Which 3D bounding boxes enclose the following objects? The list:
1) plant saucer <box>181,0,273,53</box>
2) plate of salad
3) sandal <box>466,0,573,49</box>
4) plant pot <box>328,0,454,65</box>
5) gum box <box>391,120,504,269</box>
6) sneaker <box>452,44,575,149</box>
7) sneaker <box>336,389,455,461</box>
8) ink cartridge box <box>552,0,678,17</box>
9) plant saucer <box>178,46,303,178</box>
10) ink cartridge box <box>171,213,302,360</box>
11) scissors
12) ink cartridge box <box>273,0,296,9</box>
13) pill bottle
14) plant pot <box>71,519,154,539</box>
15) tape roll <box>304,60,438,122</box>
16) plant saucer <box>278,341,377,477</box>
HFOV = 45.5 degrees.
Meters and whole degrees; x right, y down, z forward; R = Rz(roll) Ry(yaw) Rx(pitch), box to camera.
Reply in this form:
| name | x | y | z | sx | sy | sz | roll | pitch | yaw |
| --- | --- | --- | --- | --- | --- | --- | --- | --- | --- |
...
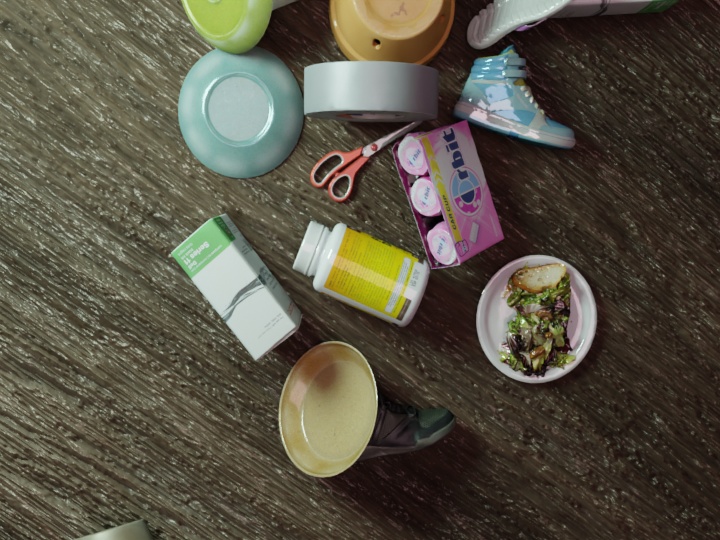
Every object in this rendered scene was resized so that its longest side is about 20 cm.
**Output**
| name | x | y | z | sx | sy | sz | roll | pitch | yaw |
| --- | --- | --- | --- | --- | --- | --- | --- | --- | --- |
| plant saucer | -0.205 | -0.415 | 1.240 | 0.031 | 0.198 | 0.204 | -25 | 97 | -44 |
| plate of salad | 0.282 | 0.079 | 1.361 | 0.194 | 0.048 | 0.206 | 0 | 95 | -3 |
| sandal | 0.248 | -0.388 | 1.280 | 0.049 | 0.200 | 0.085 | 24 | 62 | -42 |
| plant pot | 0.051 | -0.399 | 1.265 | 0.194 | 0.140 | 0.206 | 0 | 94 | -3 |
| gum box | 0.132 | -0.120 | 1.298 | 0.112 | 0.065 | 0.204 | -25 | 99 | -39 |
| sneaker | 0.250 | -0.267 | 1.315 | 0.195 | 0.080 | 0.134 | 17 | 95 | -5 |
| sneaker | 0.049 | 0.225 | 1.348 | 0.194 | 0.076 | 0.117 | -10 | 101 | 4 |
| ink cartridge box | 0.374 | -0.468 | 1.300 | 0.194 | 0.084 | 0.150 | -5 | 95 | -2 |
| plant saucer | -0.185 | -0.245 | 1.317 | 0.195 | 0.039 | 0.207 | 0 | 95 | -2 |
| ink cartridge box | -0.179 | 0.022 | 1.286 | 0.083 | 0.147 | 0.201 | -38 | 94 | 3 |
| scissors | 0.007 | -0.191 | 1.342 | 0.200 | 0.014 | 0.073 | -44 | 93 | 3 |
| ink cartridge box | -0.140 | -0.499 | 1.274 | 0.143 | 0.084 | 0.205 | -20 | 96 | 0 |
| pill bottle | 0.000 | 0.000 | 1.310 | 0.196 | 0.109 | 0.111 | 23 | 94 | -5 |
| plant pot | -0.367 | 0.483 | 1.309 | 0.195 | 0.200 | 0.178 | -15 | 79 | -1 |
| tape roll | 0.016 | -0.256 | 1.244 | 0.195 | 0.200 | 0.068 | 0 | 95 | -3 |
| plant saucer | -0.043 | 0.213 | 1.316 | 0.197 | 0.035 | 0.205 | -14 | 67 | 36 |
